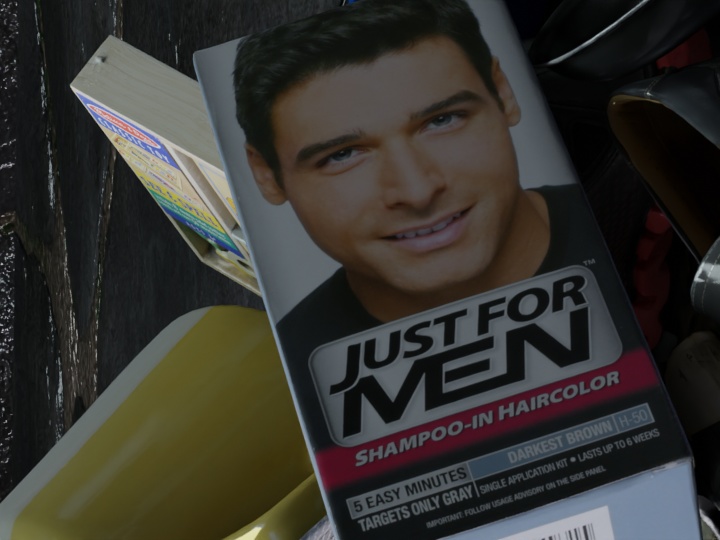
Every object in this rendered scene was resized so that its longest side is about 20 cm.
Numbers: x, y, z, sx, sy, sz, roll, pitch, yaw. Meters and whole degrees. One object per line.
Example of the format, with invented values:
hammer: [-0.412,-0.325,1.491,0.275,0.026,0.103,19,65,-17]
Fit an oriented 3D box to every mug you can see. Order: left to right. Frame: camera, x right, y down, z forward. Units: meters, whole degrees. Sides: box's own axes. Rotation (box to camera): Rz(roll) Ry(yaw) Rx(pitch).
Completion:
mug: [-0.068,0.100,1.019,0.149,0.153,0.187,34,136,20]

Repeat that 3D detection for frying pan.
frying pan: [0.124,-0.115,0.826,0.190,0.031,0.115,-36,13,32]

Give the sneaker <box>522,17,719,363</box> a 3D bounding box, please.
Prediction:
sneaker: [0.067,-0.013,0.970,0.201,0.098,0.071,101,159,-48]

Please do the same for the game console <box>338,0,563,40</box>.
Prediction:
game console: [0.040,-0.157,0.951,0.171,0.118,0.200,-108,32,-49]

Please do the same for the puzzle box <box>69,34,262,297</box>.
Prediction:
puzzle box: [0.000,0.000,0.949,0.200,0.025,0.133,30,165,31]

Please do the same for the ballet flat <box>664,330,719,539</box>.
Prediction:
ballet flat: [0.119,0.114,0.778,0.066,0.057,0.201,41,-147,-81]

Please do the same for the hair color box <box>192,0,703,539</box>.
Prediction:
hair color box: [0.022,0.008,0.813,0.061,0.099,0.200,74,178,-50]

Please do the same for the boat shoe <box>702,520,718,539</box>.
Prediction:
boat shoe: [0.105,0.112,0.904,0.200,0.062,0.074,171,97,-76]

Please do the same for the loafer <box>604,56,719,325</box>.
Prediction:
loafer: [0.126,0.008,0.777,0.200,0.072,0.073,-112,24,-53]

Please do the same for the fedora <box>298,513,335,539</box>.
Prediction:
fedora: [0.020,0.143,0.887,0.090,0.177,0.200,43,148,17]
